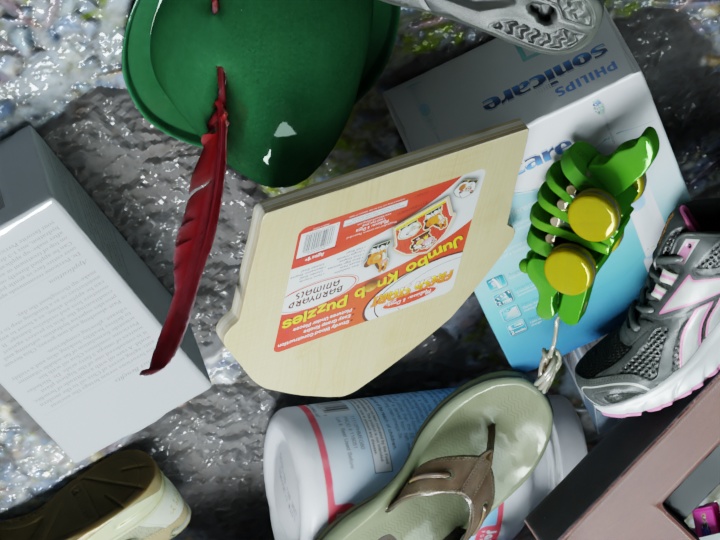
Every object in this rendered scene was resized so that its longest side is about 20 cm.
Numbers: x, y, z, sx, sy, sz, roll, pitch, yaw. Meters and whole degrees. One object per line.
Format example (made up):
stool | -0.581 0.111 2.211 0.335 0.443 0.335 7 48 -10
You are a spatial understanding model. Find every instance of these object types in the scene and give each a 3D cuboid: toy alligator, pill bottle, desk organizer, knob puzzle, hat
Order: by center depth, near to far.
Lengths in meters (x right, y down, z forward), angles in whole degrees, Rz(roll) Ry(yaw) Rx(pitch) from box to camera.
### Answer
hat | -0.040 -0.072 1.516 0.165 0.176 0.200 2 131 -21
knob puzzle | 0.000 0.000 1.577 0.219 0.030 0.220 -26 148 -18
toy alligator | 0.119 -0.012 1.609 0.054 0.059 0.200 29 128 10
desk organizer | 0.203 0.118 1.692 0.077 0.072 0.200 43 93 -14
pill bottle | 0.044 0.134 1.796 0.199 0.109 0.109 -6 134 -16

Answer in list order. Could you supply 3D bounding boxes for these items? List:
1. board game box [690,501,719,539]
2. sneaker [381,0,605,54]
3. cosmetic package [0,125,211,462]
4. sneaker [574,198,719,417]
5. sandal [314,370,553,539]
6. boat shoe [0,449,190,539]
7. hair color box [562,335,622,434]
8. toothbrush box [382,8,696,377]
board game box | 0.130 0.191 1.841 0.199 0.026 0.200 -9 175 -27
sneaker | 0.048 -0.199 1.515 0.199 0.114 0.076 20 132 -1
cosmetic package | -0.182 0.017 1.622 0.101 0.071 0.200 -29 135 6
sneaker | 0.203 0.001 1.653 0.200 0.080 0.086 -40 112 13
sandal | 0.049 0.150 1.711 0.201 0.057 0.080 -47 115 1
boat shoe | -0.207 0.193 1.783 0.200 0.073 0.063 -34 131 1
hair color box | 0.230 0.026 1.774 0.199 0.099 0.061 -17 135 -5
toothbrush box | 0.119 -0.050 1.667 0.146 0.085 0.200 -26 136 3
